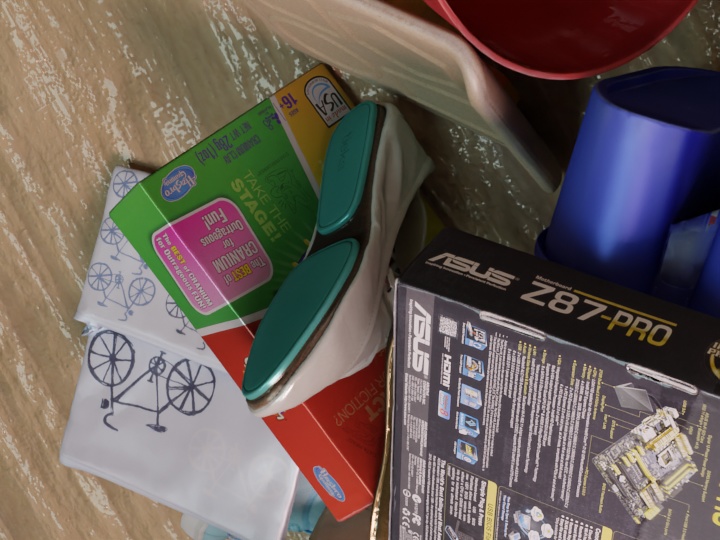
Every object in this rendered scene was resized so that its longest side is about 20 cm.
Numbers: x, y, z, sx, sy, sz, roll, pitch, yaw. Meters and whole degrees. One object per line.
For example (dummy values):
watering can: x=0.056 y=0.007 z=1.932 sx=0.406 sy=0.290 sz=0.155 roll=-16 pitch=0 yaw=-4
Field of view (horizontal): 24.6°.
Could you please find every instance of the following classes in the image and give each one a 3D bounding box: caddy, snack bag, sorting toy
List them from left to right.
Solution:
snack bag: x=-0.101 y=0.052 z=1.005 sx=0.187 sy=0.021 sz=0.202 roll=18 pitch=95 yaw=29
sorting toy: x=0.005 y=-0.117 z=0.804 sx=0.199 sy=0.185 sz=0.037 roll=32 pitch=90 yaw=21
caddy: x=0.159 y=-0.018 z=0.711 sx=0.140 sy=0.200 sz=0.106 roll=21 pitch=110 yaw=25

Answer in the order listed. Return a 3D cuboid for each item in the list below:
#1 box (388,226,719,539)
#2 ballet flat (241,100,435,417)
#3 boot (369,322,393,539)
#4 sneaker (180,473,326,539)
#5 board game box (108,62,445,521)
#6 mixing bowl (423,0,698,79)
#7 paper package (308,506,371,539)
box: x=0.089 y=0.096 z=0.668 sx=0.160 sy=0.049 sz=0.202 roll=20 pitch=131 yaw=25
ballet flat: x=0.000 y=0.000 z=0.833 sx=0.069 sy=0.201 sz=0.070 roll=11 pitch=142 yaw=9
boot: x=0.041 y=0.119 z=0.788 sx=0.073 sy=0.076 sz=0.202 roll=-6 pitch=104 yaw=-3
sneaker: x=-0.042 y=0.142 z=1.039 sx=0.082 sy=0.074 sz=0.200 roll=54 pitch=135 yaw=5
board game box: x=-0.016 y=0.007 z=0.883 sx=0.201 sy=0.153 sz=0.040 roll=53 pitch=141 yaw=-2
mixing bowl: x=0.065 y=-0.189 z=0.699 sx=0.108 sy=0.199 sz=0.202 roll=23 pitch=131 yaw=51
paper package: x=0.036 y=0.248 z=0.927 sx=0.189 sy=0.201 sz=0.104 roll=14 pitch=126 yaw=8
